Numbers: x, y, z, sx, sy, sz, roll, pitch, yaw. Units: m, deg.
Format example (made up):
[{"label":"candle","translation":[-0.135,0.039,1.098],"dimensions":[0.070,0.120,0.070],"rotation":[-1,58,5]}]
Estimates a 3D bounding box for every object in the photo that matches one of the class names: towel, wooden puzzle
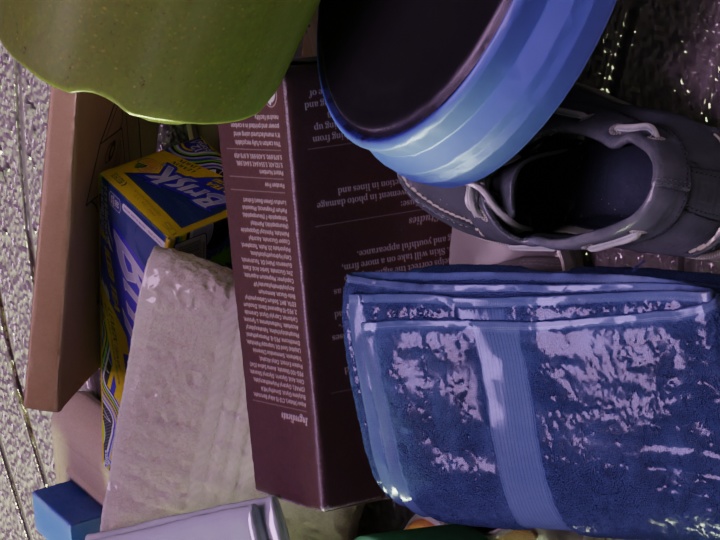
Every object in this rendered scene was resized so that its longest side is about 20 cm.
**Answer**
[{"label":"towel","translation":[-0.057,0.089,1.317],"dimensions":[0.035,0.132,0.201],"rotation":[-69,-7,-60]},{"label":"towel","translation":[0.081,0.054,1.062],"dimensions":[0.199,0.048,0.112],"rotation":[0,106,39]},{"label":"wooden puzzle","translation":[-0.146,0.194,1.569],"dimensions":[0.185,0.046,0.201],"rotation":[31,125,53]}]

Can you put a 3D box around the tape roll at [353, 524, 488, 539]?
[{"label":"tape roll","translation":[0.034,0.212,1.146],"dimensions":[0.200,0.048,0.201],"rotation":[175,90,-73]}]

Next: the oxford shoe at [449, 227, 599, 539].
[{"label":"oxford shoe","translation":[0.062,0.028,1.149],"dimensions":[0.075,0.058,0.201],"rotation":[-12,87,62]}]

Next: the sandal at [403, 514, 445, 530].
[{"label":"sandal","translation":[0.002,0.198,1.300],"dimensions":[0.079,0.059,0.207],"rotation":[61,145,29]}]

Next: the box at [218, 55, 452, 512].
[{"label":"box","translation":[0.000,0.000,1.204],"dimensions":[0.075,0.100,0.201],"rotation":[5,102,60]}]

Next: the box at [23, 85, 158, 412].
[{"label":"box","translation":[-0.136,-0.044,1.382],"dimensions":[0.164,0.021,0.201],"rotation":[-56,-25,-71]}]

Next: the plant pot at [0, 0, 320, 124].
[{"label":"plant pot","translation":[-0.070,-0.169,1.080],"dimensions":[0.200,0.199,0.191],"rotation":[46,127,44]}]

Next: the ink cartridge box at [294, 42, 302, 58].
[{"label":"ink cartridge box","translation":[-0.074,-0.192,1.222],"dimensions":[0.068,0.116,0.201],"rotation":[9,102,27]}]

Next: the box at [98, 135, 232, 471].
[{"label":"box","translation":[-0.093,0.035,1.377],"dimensions":[0.070,0.064,0.201],"rotation":[42,141,38]}]

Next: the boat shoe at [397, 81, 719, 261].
[{"label":"boat shoe","translation":[0.074,-0.042,1.069],"dimensions":[0.200,0.062,0.073],"rotation":[13,95,49]}]

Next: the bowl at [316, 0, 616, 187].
[{"label":"bowl","translation":[0.043,-0.134,1.069],"dimensions":[0.201,0.039,0.201],"rotation":[-40,42,48]}]

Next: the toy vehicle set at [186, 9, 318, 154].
[{"label":"toy vehicle set","translation":[-0.061,-0.134,1.339],"dimensions":[0.124,0.026,0.201],"rotation":[-15,86,60]}]

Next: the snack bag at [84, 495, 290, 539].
[{"label":"snack bag","translation":[-0.069,0.214,1.266],"dimensions":[0.188,0.021,0.201],"rotation":[-19,84,53]}]
